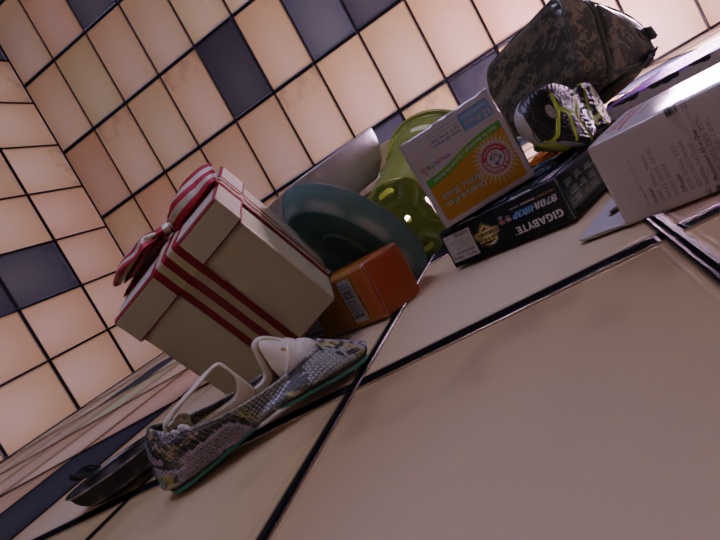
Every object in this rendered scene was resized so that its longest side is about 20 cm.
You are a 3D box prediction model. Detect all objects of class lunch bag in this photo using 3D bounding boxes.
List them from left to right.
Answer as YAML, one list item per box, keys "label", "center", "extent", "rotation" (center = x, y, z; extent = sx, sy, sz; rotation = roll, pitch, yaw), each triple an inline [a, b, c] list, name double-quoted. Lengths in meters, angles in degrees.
- label: "lunch bag"
  center: [0.312, -0.293, 0.892]
  extent: [0.165, 0.142, 0.200]
  rotation: [-8, -16, -25]

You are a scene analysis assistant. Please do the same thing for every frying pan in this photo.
- label: "frying pan"
  center: [-0.267, 0.214, 0.612]
  extent: [0.188, 0.031, 0.115]
  rotation: [-33, 4, 20]

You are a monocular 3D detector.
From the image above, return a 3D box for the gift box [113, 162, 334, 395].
- label: "gift box"
  center: [-0.160, 0.005, 0.677]
  extent: [0.185, 0.186, 0.200]
  rotation: [-49, 22, 4]

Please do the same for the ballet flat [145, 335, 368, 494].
- label: "ballet flat"
  center: [-0.084, 0.094, 0.485]
  extent: [0.198, 0.073, 0.072]
  rotation: [-32, 5, -18]

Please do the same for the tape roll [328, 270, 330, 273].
- label: "tape roll"
  center: [-0.121, 0.072, 0.902]
  extent: [0.200, 0.072, 0.202]
  rotation: [-31, 6, 3]

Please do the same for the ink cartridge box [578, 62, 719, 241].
- label: "ink cartridge box"
  center: [0.247, -0.102, 0.435]
  extent: [0.199, 0.067, 0.115]
  rotation: [-26, 8, 46]

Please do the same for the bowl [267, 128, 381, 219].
- label: "bowl"
  center: [-0.057, -0.131, 0.985]
  extent: [0.199, 0.075, 0.199]
  rotation: [-43, 7, -35]

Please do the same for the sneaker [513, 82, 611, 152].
- label: "sneaker"
  center: [0.215, -0.156, 0.664]
  extent: [0.076, 0.076, 0.198]
  rotation: [-34, -10, 39]

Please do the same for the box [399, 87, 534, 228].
- label: "box"
  center: [0.129, -0.133, 0.703]
  extent: [0.111, 0.102, 0.200]
  rotation: [-30, 4, 19]

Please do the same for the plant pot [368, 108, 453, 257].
- label: "plant pot"
  center: [0.099, -0.120, 0.924]
  extent: [0.199, 0.202, 0.185]
  rotation: [-26, 17, 38]

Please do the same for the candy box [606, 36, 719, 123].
- label: "candy box"
  center: [0.378, -0.200, 0.593]
  extent: [0.167, 0.072, 0.199]
  rotation: [-34, 5, -35]

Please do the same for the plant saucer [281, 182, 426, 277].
- label: "plant saucer"
  center: [-0.014, -0.034, 0.744]
  extent: [0.199, 0.198, 0.028]
  rotation: [-22, 39, 59]

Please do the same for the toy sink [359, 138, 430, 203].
- label: "toy sink"
  center: [0.048, -0.136, 1.177]
  extent: [0.129, 0.203, 0.112]
  rotation: [-26, 6, 30]

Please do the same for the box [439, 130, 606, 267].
- label: "box"
  center: [0.200, -0.086, 0.671]
  extent: [0.199, 0.047, 0.158]
  rotation: [-35, 6, -42]

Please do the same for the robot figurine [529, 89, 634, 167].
- label: "robot figurine"
  center: [0.336, -0.192, 0.837]
  extent: [0.198, 0.059, 0.145]
  rotation: [-33, 6, -13]

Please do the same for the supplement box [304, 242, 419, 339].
- label: "supplement box"
  center: [-0.024, 0.035, 0.717]
  extent: [0.066, 0.070, 0.199]
  rotation: [-34, 7, -40]
